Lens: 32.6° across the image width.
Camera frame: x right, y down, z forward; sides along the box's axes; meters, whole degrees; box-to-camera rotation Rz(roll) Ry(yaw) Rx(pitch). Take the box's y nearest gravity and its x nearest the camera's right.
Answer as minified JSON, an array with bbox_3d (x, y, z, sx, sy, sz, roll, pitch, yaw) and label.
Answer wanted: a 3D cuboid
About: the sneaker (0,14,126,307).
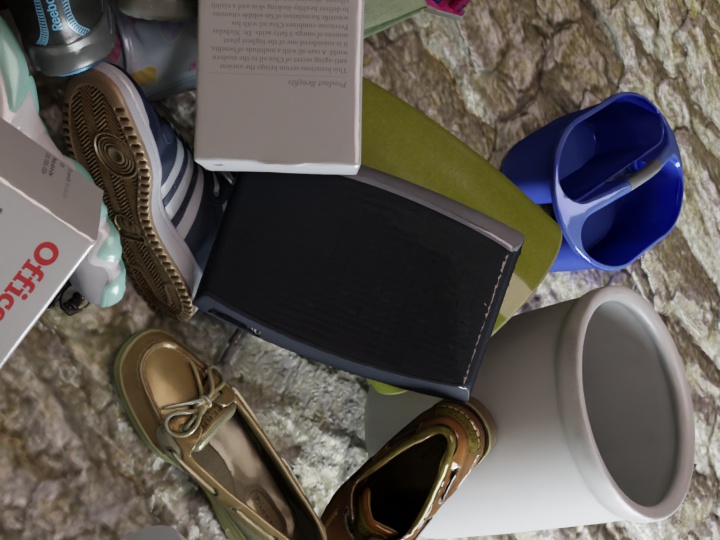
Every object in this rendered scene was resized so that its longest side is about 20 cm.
[{"bbox_3d":[-0.239,-0.043,0.744,0.139,0.078,0.201,-31,100,-19],"label":"sneaker"}]

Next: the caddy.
[{"bbox_3d":[0.223,-0.080,1.130,0.200,0.105,0.142,-33,105,-39],"label":"caddy"}]

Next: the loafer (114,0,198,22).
[{"bbox_3d":[-0.128,-0.231,0.810,0.075,0.201,0.070,2,124,-15],"label":"loafer"}]

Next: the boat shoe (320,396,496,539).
[{"bbox_3d":[0.013,0.167,0.867,0.072,0.201,0.068,40,23,15],"label":"boat shoe"}]

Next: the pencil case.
[{"bbox_3d":[-0.109,-0.167,0.871,0.199,0.083,0.091,-17,84,-41],"label":"pencil case"}]

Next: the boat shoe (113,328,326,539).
[{"bbox_3d":[-0.093,0.123,0.852,0.073,0.063,0.201,-43,111,-36],"label":"boat shoe"}]

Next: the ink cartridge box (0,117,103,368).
[{"bbox_3d":[-0.258,-0.031,0.657,0.199,0.084,0.146,35,103,-21],"label":"ink cartridge box"}]

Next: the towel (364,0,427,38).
[{"bbox_3d":[-0.044,-0.249,0.848,0.201,0.023,0.152,56,41,-2],"label":"towel"}]

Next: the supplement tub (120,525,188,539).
[{"bbox_3d":[-0.095,0.272,0.774,0.200,0.144,0.145,51,55,-23],"label":"supplement tub"}]

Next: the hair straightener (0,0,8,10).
[{"bbox_3d":[-0.305,-0.179,0.727,0.199,0.041,0.078,31,65,-40],"label":"hair straightener"}]

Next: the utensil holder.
[{"bbox_3d":[0.126,0.114,0.937,0.169,0.199,0.171,21,61,-46],"label":"utensil holder"}]

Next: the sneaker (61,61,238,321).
[{"bbox_3d":[-0.124,-0.073,0.823,0.109,0.070,0.201,-50,143,-35],"label":"sneaker"}]

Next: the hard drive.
[{"bbox_3d":[0.000,0.000,0.814,0.199,0.042,0.136,20,90,-2],"label":"hard drive"}]

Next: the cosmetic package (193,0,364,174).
[{"bbox_3d":[-0.047,-0.162,0.755,0.101,0.071,0.202,2,90,-1],"label":"cosmetic package"}]

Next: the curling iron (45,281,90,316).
[{"bbox_3d":[-0.247,0.023,0.758,0.199,0.025,0.050,-19,93,-41],"label":"curling iron"}]

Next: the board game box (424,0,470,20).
[{"bbox_3d":[-0.012,-0.298,0.960,0.199,0.026,0.201,5,56,-42],"label":"board game box"}]

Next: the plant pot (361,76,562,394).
[{"bbox_3d":[0.015,-0.045,0.912,0.200,0.187,0.187,48,56,-13],"label":"plant pot"}]

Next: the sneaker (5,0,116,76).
[{"bbox_3d":[-0.194,-0.214,0.756,0.073,0.082,0.201,-19,55,-9],"label":"sneaker"}]
